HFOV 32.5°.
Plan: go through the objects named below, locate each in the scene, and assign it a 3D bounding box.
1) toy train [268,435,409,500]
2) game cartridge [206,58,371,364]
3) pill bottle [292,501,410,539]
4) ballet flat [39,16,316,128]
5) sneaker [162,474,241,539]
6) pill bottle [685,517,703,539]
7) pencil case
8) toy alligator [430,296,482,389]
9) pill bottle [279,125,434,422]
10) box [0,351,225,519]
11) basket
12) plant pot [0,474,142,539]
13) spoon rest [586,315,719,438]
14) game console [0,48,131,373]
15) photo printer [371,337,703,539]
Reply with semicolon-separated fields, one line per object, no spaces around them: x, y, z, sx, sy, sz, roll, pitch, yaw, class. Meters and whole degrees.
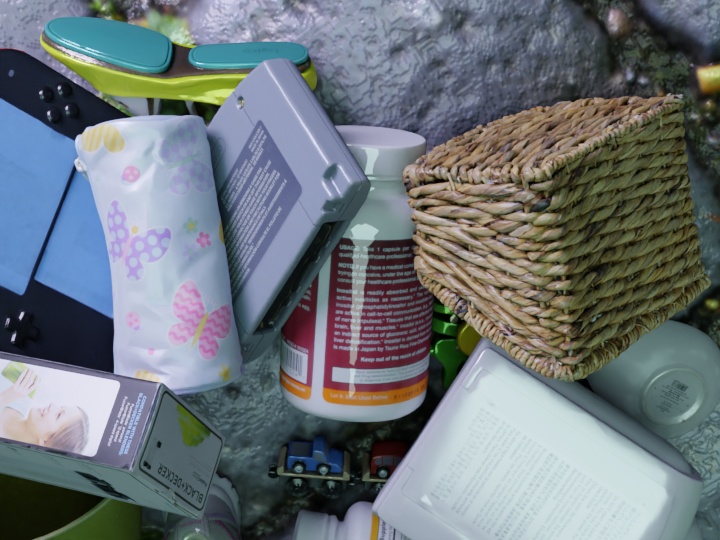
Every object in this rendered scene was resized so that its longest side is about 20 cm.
0.026;0.159;0.988;0.199;0.034;0.046;3;117;0;toy train
-0.073;-0.044;0.868;0.041;0.133;0.200;-5;144;-37;game cartridge
0.042;0.247;0.977;0.199;0.109;0.110;12;106;-3;pill bottle
-0.132;-0.137;0.896;0.199;0.067;0.067;6;126;-3;ballet flat
-0.119;0.269;0.995;0.081;0.088;0.201;-16;105;5;sneaker
0.224;0.250;0.980;0.104;0.104;0.201;-12;105;4;pill bottle
-0.138;-0.009;0.853;0.090;0.083;0.201;-11;92;-26;pencil case
0.073;0.047;0.945;0.054;0.059;0.201;16;105;-4;toy alligator
0.000;0.000;0.905;0.113;0.113;0.201;4;106;-1;pill bottle
-0.204;0.105;0.825;0.199;0.117;0.060;8;67;21;box
0.130;-0.026;0.854;0.142;0.200;0.149;3;113;43;basket
-0.246;0.222;0.951;0.186;0.187;0.201;-4;122;2;plant pot
0.200;0.065;0.960;0.200;0.061;0.099;29;106;-21;spoon rest
-0.218;-0.035;0.852;0.177;0.031;0.201;29;66;-30;game console
0.133;0.162;0.893;0.200;0.069;0.167;32;102;4;photo printer
